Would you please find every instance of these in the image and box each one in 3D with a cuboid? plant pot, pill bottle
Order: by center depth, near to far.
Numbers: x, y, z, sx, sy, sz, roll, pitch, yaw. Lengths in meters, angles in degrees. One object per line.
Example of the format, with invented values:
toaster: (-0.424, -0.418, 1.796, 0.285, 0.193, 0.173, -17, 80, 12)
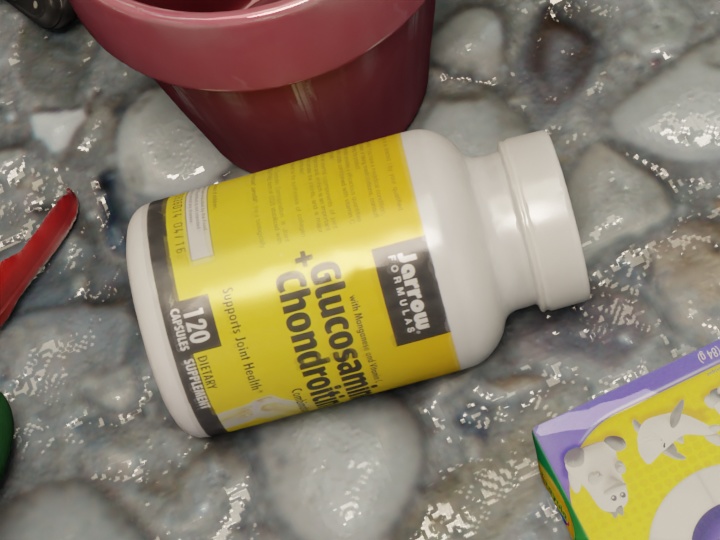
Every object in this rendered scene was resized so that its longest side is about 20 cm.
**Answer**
pill bottle: (0.000, 0.000, 0.838, 0.198, 0.112, 0.113, -15, 57, 3)
plant pot: (-0.041, -0.145, 0.895, 0.198, 0.180, 0.202, -5, 59, 8)

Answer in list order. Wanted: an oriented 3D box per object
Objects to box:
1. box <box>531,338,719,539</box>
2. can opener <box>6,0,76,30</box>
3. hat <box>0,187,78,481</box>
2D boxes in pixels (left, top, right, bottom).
box: (0.164, 0.132, 0.763, 0.116, 0.048, 0.201, -25, 59, -3)
can opener: (-0.217, -0.199, 1.046, 0.199, 0.078, 0.064, 34, 110, 31)
hat: (-0.190, 0.087, 0.884, 0.165, 0.175, 0.201, 38, 111, 27)
